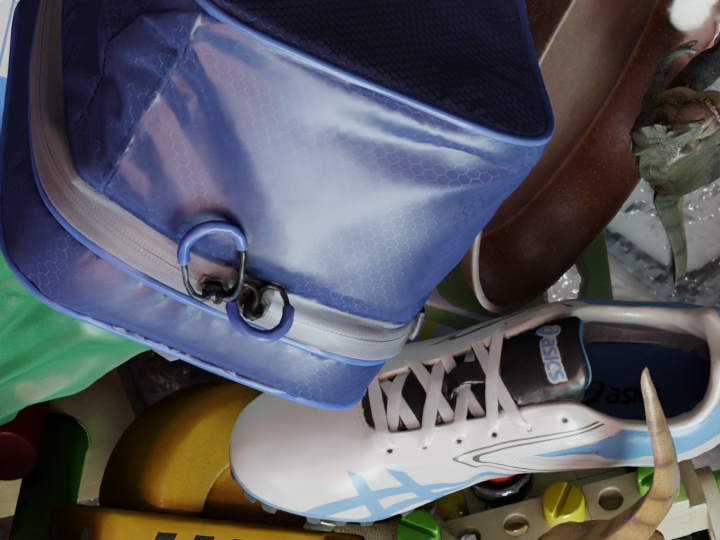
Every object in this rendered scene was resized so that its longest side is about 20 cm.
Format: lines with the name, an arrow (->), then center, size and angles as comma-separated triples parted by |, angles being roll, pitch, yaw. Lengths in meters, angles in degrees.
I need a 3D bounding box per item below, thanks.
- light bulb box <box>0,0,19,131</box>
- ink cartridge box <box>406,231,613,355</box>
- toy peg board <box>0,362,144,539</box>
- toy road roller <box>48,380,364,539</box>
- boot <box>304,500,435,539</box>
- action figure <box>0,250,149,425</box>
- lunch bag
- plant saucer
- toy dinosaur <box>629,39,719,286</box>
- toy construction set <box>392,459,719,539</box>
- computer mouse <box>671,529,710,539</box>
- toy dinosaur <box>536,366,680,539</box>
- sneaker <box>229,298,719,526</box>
light bulb box -> -0.049, -0.125, 0.885 | 0.199, 0.125, 0.199 | 15, 122, -7
ink cartridge box -> 0.000, 0.000, 0.975 | 0.199, 0.104, 0.060 | 16, 122, -10
toy peg board -> -0.210, 0.051, 1.016 | 0.198, 0.098, 0.200 | -12, 121, 8
toy road roller -> -0.090, 0.111, 0.946 | 0.199, 0.123, 0.147 | 9, 83, -18
boot -> -0.077, 0.138, 1.061 | 0.199, 0.073, 0.156 | 10, 126, -26
action figure -> -0.164, 0.027, 0.917 | 0.199, 0.055, 0.118 | -28, 130, 34
lunch bag -> -0.033, -0.051, 0.740 | 0.135, 0.201, 0.133 | 23, 123, -19
plant saucer -> 0.086, -0.080, 0.891 | 0.034, 0.200, 0.201 | 32, 123, 19
toy dinosaur -> 0.138, -0.058, 0.944 | 0.047, 0.200, 0.088 | 35, 84, 16
toy construction set -> 0.096, 0.131, 0.995 | 0.198, 0.132, 0.092 | -6, 141, -12
computer mouse -> 0.080, 0.085, 1.076 | 0.200, 0.034, 0.059 | 38, 132, -15
toy dinosaur -> 0.084, 0.108, 0.880 | 0.106, 0.061, 0.200 | 7, 147, -37
sneaker -> 0.047, 0.045, 0.894 | 0.198, 0.072, 0.073 | -10, 147, -2
